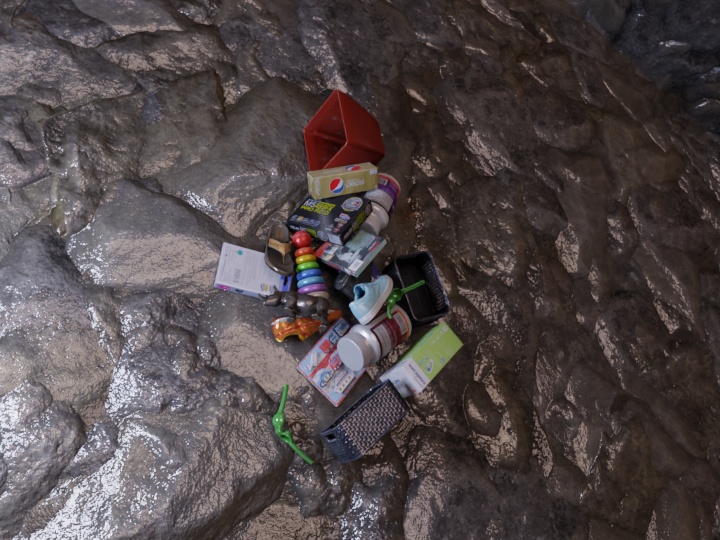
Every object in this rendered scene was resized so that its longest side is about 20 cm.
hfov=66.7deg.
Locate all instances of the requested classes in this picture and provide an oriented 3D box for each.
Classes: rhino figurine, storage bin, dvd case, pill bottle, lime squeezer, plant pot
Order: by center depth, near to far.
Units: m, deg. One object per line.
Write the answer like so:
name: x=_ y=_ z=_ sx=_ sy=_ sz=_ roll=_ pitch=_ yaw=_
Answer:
lime squeezer: x=-0.180 y=0.391 z=1.356 sx=0.070 sy=0.037 sz=0.203 roll=0 pitch=66 yaw=-58
storage bin: x=0.013 y=0.379 z=1.379 sx=0.199 sy=0.135 sz=0.094 roll=-36 pitch=85 yaw=-31
rhino figurine: x=-0.169 y=0.088 z=1.408 sx=0.197 sy=0.060 sz=0.088 roll=15 pitch=39 yaw=2
pill bottle: x=0.038 y=0.181 z=1.480 sx=0.199 sy=0.114 sz=0.115 roll=-29 pitch=82 yaw=-40
lime squeezer: x=0.102 y=0.081 z=1.497 sx=0.070 sy=0.038 sz=0.200 roll=14 pitch=33 yaw=28
dvd case: x=-0.045 y=-0.065 z=1.540 sx=0.198 sy=0.022 sz=0.146 roll=21 pitch=56 yaw=35
storage bin: x=0.162 y=0.058 z=1.617 sx=0.133 sy=0.094 sz=0.203 roll=-11 pitch=73 yaw=-27
pill bottle: x=0.043 y=-0.188 z=1.644 sx=0.111 sy=0.111 sz=0.202 roll=30 pitch=54 yaw=-9
plant pot: x=-0.039 y=-0.384 z=1.656 sx=0.174 sy=0.199 sz=0.203 roll=9 pitch=59 yaw=-36

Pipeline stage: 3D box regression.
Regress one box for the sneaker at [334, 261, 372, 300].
sneaker: x=0.000 y=0.000 z=1.552 sx=0.091 sy=0.075 sz=0.201 roll=45 pitch=55 yaw=-22

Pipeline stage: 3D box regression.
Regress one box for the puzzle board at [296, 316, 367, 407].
puzzle board: x=-0.058 y=0.242 z=1.486 sx=0.151 sy=0.017 sz=0.200 roll=43 pitch=59 yaw=-2

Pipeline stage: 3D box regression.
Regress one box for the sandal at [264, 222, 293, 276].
sandal: x=-0.215 y=-0.067 z=1.489 sx=0.081 sy=0.055 sz=0.202 roll=14 pitch=43 yaw=-18

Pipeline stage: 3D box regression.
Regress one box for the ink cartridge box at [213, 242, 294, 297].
ink cartridge box: x=-0.283 y=0.009 z=1.468 sx=0.197 sy=0.042 sz=0.121 roll=14 pitch=62 yaw=-16

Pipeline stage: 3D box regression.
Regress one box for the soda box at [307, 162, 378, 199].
soda box: x=-0.051 y=-0.259 z=1.577 sx=0.197 sy=0.065 sz=0.068 roll=-12 pitch=29 yaw=-18

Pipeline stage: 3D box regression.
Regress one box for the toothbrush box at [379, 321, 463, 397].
toothbrush box: x=0.167 y=0.250 z=1.508 sx=0.199 sy=0.146 sz=0.086 roll=-39 pitch=88 yaw=-32

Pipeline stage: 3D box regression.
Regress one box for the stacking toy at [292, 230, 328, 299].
stacking toy: x=-0.145 y=-0.012 z=1.500 sx=0.084 sy=0.085 sz=0.203 roll=-7 pitch=79 yaw=-26

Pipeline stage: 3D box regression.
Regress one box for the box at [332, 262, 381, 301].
box: x=-0.025 y=-0.023 z=1.603 sx=0.120 sy=0.032 sz=0.202 roll=-23 pitch=79 yaw=-30

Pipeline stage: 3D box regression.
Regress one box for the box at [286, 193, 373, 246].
box: x=-0.088 y=-0.156 z=1.554 sx=0.198 sy=0.045 sz=0.161 roll=18 pitch=54 yaw=32

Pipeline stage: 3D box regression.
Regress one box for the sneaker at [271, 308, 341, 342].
sneaker: x=-0.141 y=0.145 z=1.469 sx=0.197 sy=0.073 sz=0.078 roll=-13 pitch=91 yaw=-21

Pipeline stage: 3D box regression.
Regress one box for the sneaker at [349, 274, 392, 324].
sneaker: x=0.028 y=0.055 z=1.477 sx=0.082 sy=0.074 sz=0.201 roll=50 pitch=34 yaw=-13
